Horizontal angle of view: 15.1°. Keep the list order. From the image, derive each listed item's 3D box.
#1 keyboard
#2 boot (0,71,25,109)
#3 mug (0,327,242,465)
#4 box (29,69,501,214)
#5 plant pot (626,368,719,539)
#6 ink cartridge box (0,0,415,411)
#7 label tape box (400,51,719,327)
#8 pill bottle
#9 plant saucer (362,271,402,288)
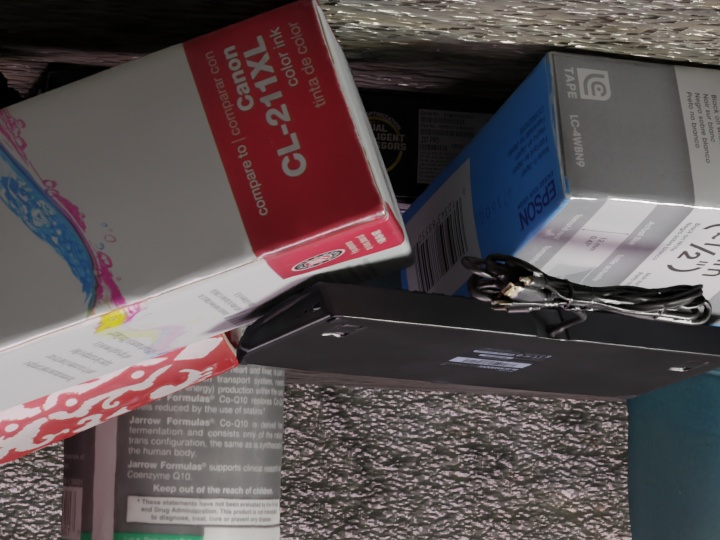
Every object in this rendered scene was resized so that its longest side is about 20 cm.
[{"bbox_3d":[0.062,0.020,1.005,0.200,0.021,0.127,6,162,-35],"label":"keyboard"},{"bbox_3d":[-0.195,-0.049,1.083,0.162,0.073,0.198,-9,170,38],"label":"boot"},{"bbox_3d":[-0.165,0.032,1.272,0.200,0.134,0.178,-19,-169,3],"label":"mug"},{"bbox_3d":[-0.044,-0.043,1.153,0.200,0.049,0.161,3,172,-12],"label":"box"},{"bbox_3d":[0.221,0.131,1.318,0.200,0.188,0.200,4,-175,0],"label":"plant pot"},{"bbox_3d":[-0.090,-0.014,0.960,0.200,0.083,0.146,-19,173,2],"label":"ink cartridge box"},{"bbox_3d":[0.134,-0.015,1.057,0.200,0.066,0.143,7,153,-21],"label":"label tape box"},{"bbox_3d":[-0.095,0.056,1.397,0.113,0.200,0.113,2,177,0],"label":"pill bottle"},{"bbox_3d":[0.000,0.000,1.396,0.070,0.019,0.200,4,-166,-17],"label":"plant saucer"}]
